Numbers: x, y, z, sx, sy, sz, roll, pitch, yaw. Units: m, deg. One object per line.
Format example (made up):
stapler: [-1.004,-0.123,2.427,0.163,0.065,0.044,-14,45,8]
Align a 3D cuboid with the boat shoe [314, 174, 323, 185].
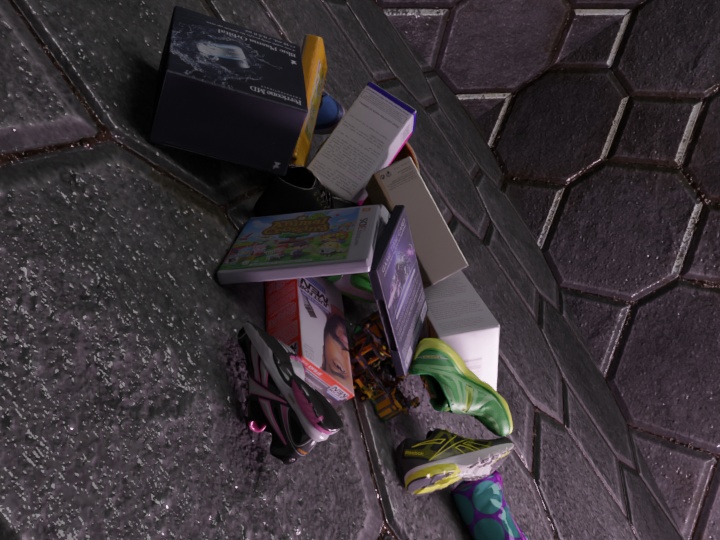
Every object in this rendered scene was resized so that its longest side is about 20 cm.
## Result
boat shoe: [-0.064,-0.072,1.268,0.200,0.074,0.066,59,-10,-15]

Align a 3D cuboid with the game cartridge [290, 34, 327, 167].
game cartridge: [-0.090,-0.260,1.226,0.176,0.032,0.201,-51,150,-90]

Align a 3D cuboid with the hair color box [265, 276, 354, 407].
hair color box: [-0.072,0.082,1.031,0.111,0.064,0.201,43,26,-37]

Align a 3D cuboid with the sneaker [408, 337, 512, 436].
sneaker: [0.147,0.190,1.142,0.200,0.084,0.074,43,-20,-10]

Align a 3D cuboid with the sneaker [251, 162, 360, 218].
sneaker: [-0.058,-0.101,1.155,0.199,0.106,0.075,0,54,-32]

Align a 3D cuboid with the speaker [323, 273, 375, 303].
speaker: [0.000,0.000,1.199,0.200,0.088,0.089,22,40,-54]

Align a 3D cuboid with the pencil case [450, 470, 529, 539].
pencil case: [0.222,0.413,1.175,0.201,0.092,0.085,62,21,14]

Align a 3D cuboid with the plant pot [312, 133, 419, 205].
plant pot: [0.009,-0.160,1.429,0.201,0.199,0.142,60,-4,9]

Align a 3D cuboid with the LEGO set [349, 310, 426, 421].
LEGO set: [0.063,0.130,1.187,0.154,0.116,0.200,56,21,-3]

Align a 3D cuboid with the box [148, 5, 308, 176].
box: [-0.188,-0.258,1.077,0.196,0.118,0.201,12,40,-20]

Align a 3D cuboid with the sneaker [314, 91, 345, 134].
sneaker: [-0.127,-0.334,1.365,0.200,0.081,0.147,30,-12,24]

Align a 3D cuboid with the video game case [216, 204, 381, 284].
video game case: [-0.077,-0.039,1.026,0.182,0.199,0.022,-77,160,-62]

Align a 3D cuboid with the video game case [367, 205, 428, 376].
video game case: [0.057,0.030,1.069,0.143,0.019,0.201,-65,148,-45]

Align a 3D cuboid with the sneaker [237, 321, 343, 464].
sneaker: [-0.106,0.139,0.862,0.080,0.086,0.200,41,5,-40]

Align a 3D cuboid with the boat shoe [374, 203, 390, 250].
boat shoe: [0.027,-0.044,1.116,0.057,0.069,0.200,49,20,-14]

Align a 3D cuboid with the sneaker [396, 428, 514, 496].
sneaker: [0.144,0.271,1.134,0.199,0.075,0.085,-6,49,-29]

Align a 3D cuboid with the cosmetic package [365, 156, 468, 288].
cosmetic package: [0.089,-0.074,1.229,0.201,0.073,0.104,63,-9,4]

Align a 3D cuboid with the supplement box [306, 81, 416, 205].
supplement box: [0.001,-0.209,1.314,0.103,0.200,0.101,33,-8,7]

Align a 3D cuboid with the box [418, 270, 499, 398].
box: [0.150,0.112,1.280,0.200,0.106,0.153,-116,-160,-59]
